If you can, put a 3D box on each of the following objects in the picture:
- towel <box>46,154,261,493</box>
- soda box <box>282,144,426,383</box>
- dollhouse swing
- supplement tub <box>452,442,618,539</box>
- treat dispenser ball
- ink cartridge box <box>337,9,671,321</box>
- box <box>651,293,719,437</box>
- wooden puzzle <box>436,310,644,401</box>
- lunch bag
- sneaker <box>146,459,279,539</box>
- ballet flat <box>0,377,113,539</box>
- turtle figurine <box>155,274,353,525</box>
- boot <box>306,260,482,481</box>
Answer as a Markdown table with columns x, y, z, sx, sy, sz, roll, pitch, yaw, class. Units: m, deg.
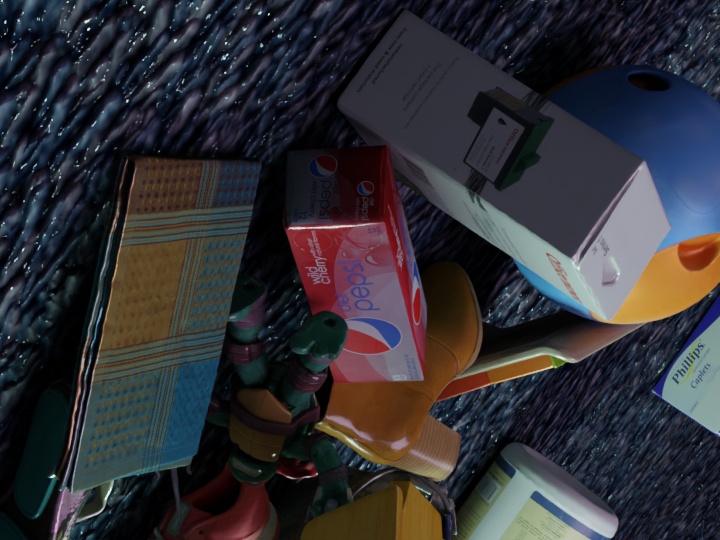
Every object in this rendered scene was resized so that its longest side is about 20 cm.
| x | y | z | sx | sy | sz | roll | pitch | yaw | class |
| --- | --- | --- | --- | --- | --- | --- | --- | --- | --- |
| -0.122 | 0.028 | 1.202 | 0.146 | 0.022 | 0.201 | -4 | 109 | -62 | towel |
| 0.000 | 0.000 | 1.347 | 0.200 | 0.070 | 0.064 | 73 | 17 | -55 | soda box |
| -0.042 | 0.246 | 1.377 | 0.200 | 0.175 | 0.183 | 53 | 37 | -68 | dollhouse swing |
| 0.154 | 0.294 | 2.047 | 0.200 | 0.144 | 0.144 | -54 | 158 | 4 | supplement tub |
| 0.204 | -0.059 | 1.548 | 0.201 | 0.201 | 0.201 | -42 | 156 | -24 | treat dispenser ball |
| 0.099 | -0.067 | 1.322 | 0.084 | 0.200 | 0.146 | -54 | 158 | -4 | ink cartridge box |
| 0.472 | 0.112 | 2.456 | 0.184 | 0.105 | 0.200 | -56 | 157 | 6 | box |
| 0.136 | 0.064 | 1.644 | 0.199 | 0.037 | 0.185 | -13 | -173 | 39 | wooden puzzle |
| -0.012 | 0.233 | 1.573 | 0.168 | 0.139 | 0.200 | -63 | -168 | -11 | lunch bag |
| -0.140 | 0.210 | 1.466 | 0.200 | 0.074 | 0.087 | -43 | 144 | -35 | sneaker |
| -0.195 | 0.156 | 1.248 | 0.071 | 0.069 | 0.201 | 9 | 114 | -44 | ballet flat |
| -0.070 | 0.103 | 1.370 | 0.101 | 0.149 | 0.201 | -78 | 180 | -53 | turtle figurine |
| 0.019 | 0.051 | 1.507 | 0.071 | 0.202 | 0.144 | -26 | 135 | 37 | boot |
